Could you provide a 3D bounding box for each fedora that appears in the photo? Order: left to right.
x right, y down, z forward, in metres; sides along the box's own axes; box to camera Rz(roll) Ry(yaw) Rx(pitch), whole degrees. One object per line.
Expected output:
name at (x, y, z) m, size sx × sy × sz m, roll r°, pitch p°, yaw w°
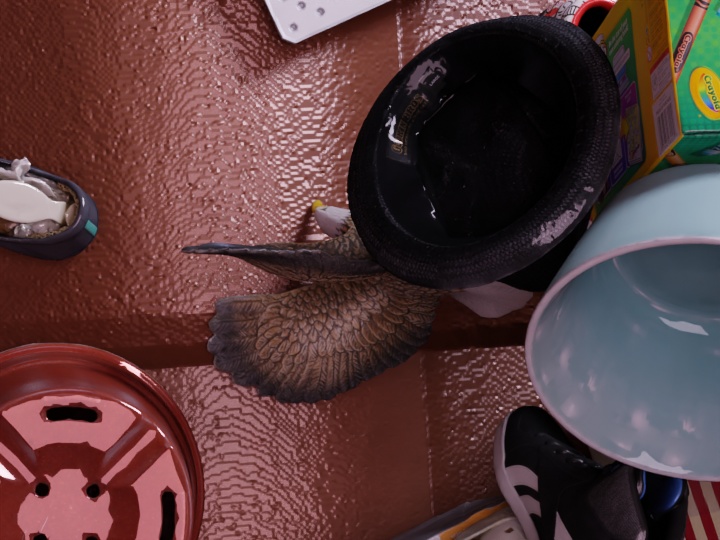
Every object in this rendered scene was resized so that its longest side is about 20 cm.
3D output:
fedora at (0.088, -0.056, 1.261) m, size 0.201 × 0.200 × 0.092 m, roll -52°, pitch 134°, yaw -8°

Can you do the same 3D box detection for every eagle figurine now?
eagle figurine at (-0.004, -0.001, 1.365) m, size 0.200 × 0.151 × 0.152 m, roll -35°, pitch 104°, yaw -21°

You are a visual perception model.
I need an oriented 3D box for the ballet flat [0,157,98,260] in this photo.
ballet flat at (-0.265, -0.055, 1.343) m, size 0.199 × 0.073 × 0.073 m, roll 15°, pitch 85°, yaw -9°

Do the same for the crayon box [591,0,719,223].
crayon box at (0.183, -0.104, 1.240) m, size 0.058 × 0.200 × 0.119 m, roll -1°, pitch 75°, yaw -9°

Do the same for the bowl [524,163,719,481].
bowl at (0.197, 0.017, 1.181) m, size 0.200 × 0.201 × 0.105 m, roll 21°, pitch 47°, yaw -9°

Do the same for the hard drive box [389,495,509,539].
hard drive box at (0.067, 0.268, 1.364) m, size 0.155 × 0.077 × 0.201 m, roll -23°, pitch 90°, yaw -28°

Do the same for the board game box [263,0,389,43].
board game box at (-0.005, -0.282, 1.421) m, size 0.199 × 0.026 × 0.201 m, roll -25°, pitch 92°, yaw -11°

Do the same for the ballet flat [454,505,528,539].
ballet flat at (0.068, 0.199, 1.300) m, size 0.199 × 0.062 × 0.068 m, roll -24°, pitch 90°, yaw -29°

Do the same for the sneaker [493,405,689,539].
sneaker at (0.150, 0.133, 1.288) m, size 0.073 × 0.200 × 0.112 m, roll 26°, pitch 119°, yaw -27°

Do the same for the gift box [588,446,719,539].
gift box at (0.270, 0.095, 1.362) m, size 0.199 × 0.184 × 0.188 m, roll -17°, pitch 88°, yaw -42°

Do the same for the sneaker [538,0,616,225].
sneaker at (0.161, -0.087, 1.403) m, size 0.067 × 0.108 × 0.203 m, roll -9°, pitch 90°, yaw -10°

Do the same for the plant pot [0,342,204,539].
plant pot at (-0.185, 0.145, 1.286) m, size 0.200 × 0.195 × 0.202 m, roll 0°, pitch 88°, yaw -10°
